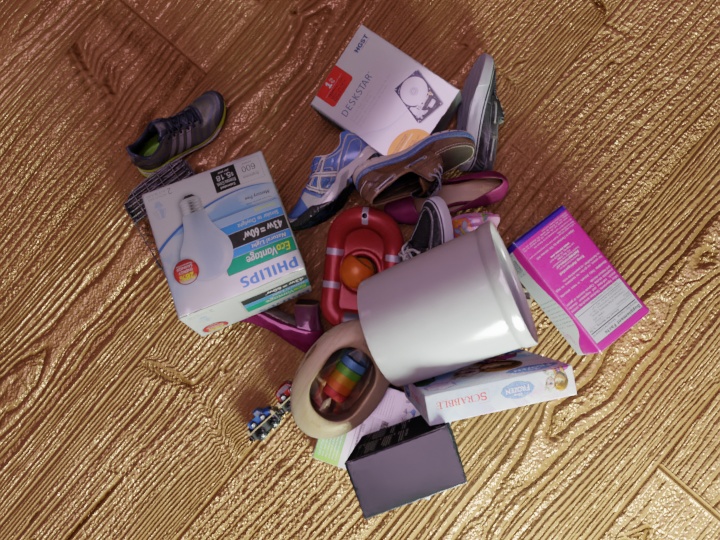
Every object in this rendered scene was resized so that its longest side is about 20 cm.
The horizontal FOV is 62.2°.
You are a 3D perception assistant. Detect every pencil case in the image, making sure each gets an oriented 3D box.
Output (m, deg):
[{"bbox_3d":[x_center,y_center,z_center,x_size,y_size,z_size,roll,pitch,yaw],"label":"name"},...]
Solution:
[{"bbox_3d":[0.178,0.014,0.918,0.086,0.087,0.204,-4,94,6],"label":"pencil case"}]

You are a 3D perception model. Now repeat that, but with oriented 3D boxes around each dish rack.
[{"bbox_3d":[-0.307,-0.080,1.025,0.152,0.055,0.201,-35,78,0],"label":"dish rack"}]

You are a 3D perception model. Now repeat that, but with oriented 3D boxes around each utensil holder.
[{"bbox_3d":[0.116,0.052,0.808,0.197,0.170,0.173,-23,80,18],"label":"utensil holder"}]

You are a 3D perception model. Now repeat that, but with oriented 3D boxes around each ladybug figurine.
[{"bbox_3d":[-0.027,0.158,0.909,0.135,0.072,0.201,39,90,-9],"label":"ladybug figurine"}]

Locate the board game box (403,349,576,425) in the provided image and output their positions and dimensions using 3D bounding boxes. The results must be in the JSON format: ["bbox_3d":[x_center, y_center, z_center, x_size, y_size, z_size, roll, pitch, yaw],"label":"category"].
[{"bbox_3d":[0.169,0.158,0.846,0.196,0.199,0.042,-11,90,-5],"label":"board game box"}]

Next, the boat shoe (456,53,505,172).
[{"bbox_3d":[0.202,-0.254,0.987,0.070,0.072,0.204,14,83,-15],"label":"boat shoe"}]

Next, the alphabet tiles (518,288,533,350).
[{"bbox_3d":[0.174,0.058,0.974,0.196,0.006,0.169,14,84,8],"label":"alphabet tiles"}]

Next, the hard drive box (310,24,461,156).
[{"bbox_3d":[0.043,-0.274,0.986,0.199,0.077,0.157,36,97,11],"label":"hard drive box"}]

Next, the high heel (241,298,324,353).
[{"bbox_3d":[-0.156,0.096,0.984,0.196,0.067,0.098,3,106,17],"label":"high heel"}]

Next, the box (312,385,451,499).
[{"bbox_3d":[0.037,0.257,0.951,0.197,0.036,0.147,18,85,7],"label":"box"}]

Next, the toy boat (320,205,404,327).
[{"bbox_3d":[0.000,0.000,0.932,0.128,0.131,0.204,5,89,7],"label":"toy boat"}]

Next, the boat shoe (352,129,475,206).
[{"bbox_3d":[0.090,-0.145,0.902,0.197,0.073,0.073,-22,57,-2],"label":"boat shoe"}]

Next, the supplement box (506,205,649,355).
[{"bbox_3d":[0.321,0.019,0.912,0.103,0.101,0.201,-35,81,-4],"label":"supplement box"}]

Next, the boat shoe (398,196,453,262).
[{"bbox_3d":[0.091,-0.013,0.920,0.067,0.073,0.203,-5,114,-28],"label":"boat shoe"}]

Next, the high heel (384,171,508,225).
[{"bbox_3d":[0.133,-0.121,0.948,0.196,0.096,0.069,-14,83,4],"label":"high heel"}]

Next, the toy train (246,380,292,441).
[{"bbox_3d":[-0.114,0.201,0.966,0.200,0.034,0.046,-44,88,4],"label":"toy train"}]

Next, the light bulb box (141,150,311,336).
[{"bbox_3d":[-0.199,-0.038,0.911,0.195,0.125,0.203,-22,74,-5],"label":"light bulb box"}]

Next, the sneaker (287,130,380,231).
[{"bbox_3d":[-0.055,-0.142,0.977,0.200,0.076,0.077,-42,80,19],"label":"sneaker"}]

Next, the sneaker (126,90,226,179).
[{"bbox_3d":[-0.316,-0.239,1.030,0.200,0.081,0.074,-42,81,0],"label":"sneaker"}]

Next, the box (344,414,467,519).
[{"bbox_3d":[0.066,0.258,0.827,0.139,0.200,0.080,-24,82,4],"label":"box"}]
